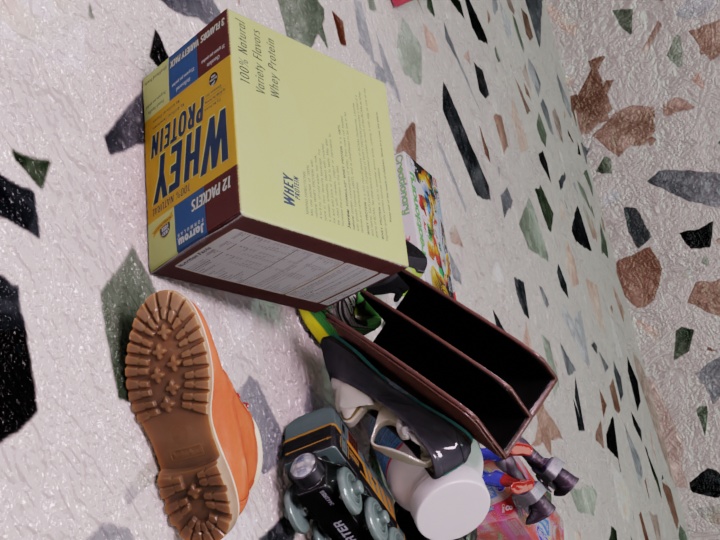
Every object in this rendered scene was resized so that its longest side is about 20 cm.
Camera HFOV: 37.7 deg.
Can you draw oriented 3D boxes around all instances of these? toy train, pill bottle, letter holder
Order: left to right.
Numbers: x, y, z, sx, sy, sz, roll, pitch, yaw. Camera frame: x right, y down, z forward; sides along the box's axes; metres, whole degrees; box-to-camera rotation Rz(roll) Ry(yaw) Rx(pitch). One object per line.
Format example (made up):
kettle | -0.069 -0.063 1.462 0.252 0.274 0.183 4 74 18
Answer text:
toy train | -0.013 0.231 1.054 0.201 0.084 0.115 57 18 -35
pill bottle | 0.069 0.191 1.148 0.109 0.108 0.201 56 6 -36
letter holder | 0.078 0.077 1.056 0.101 0.199 0.142 -53 148 -7

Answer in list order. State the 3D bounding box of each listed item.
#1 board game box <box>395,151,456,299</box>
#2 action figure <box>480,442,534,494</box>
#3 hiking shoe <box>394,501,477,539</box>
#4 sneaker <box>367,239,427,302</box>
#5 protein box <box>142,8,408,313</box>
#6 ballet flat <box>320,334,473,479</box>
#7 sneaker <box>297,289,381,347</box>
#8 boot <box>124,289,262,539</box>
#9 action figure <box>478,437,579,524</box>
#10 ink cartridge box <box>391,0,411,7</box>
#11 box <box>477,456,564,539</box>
board game box | 0.089 -0.058 1.538 0.126 0.034 0.203 28 50 -60
action figure | 0.103 0.228 1.236 0.098 0.199 0.067 5 80 -29
hiking shoe | 0.081 0.298 1.226 0.200 0.075 0.102 -49 123 -63
sneaker | 0.000 0.000 1.244 0.198 0.084 0.072 14 24 -40
protein box | -0.080 -0.091 0.971 0.198 0.134 0.202 16 59 -43
ballet flat | 0.020 0.141 1.064 0.199 0.074 0.073 35 12 22
sneaker | -0.042 0.002 1.127 0.200 0.084 0.079 50 31 -43
boot | -0.132 0.110 0.873 0.107 0.074 0.204 -31 112 -70
action figure | 0.180 0.222 1.339 0.130 0.069 0.201 -40 90 -26
ink cartridge box | 0.090 -0.561 1.742 0.203 0.143 0.083 67 25 -14
box | 0.208 0.353 1.460 0.201 0.093 0.104 54 31 -39
